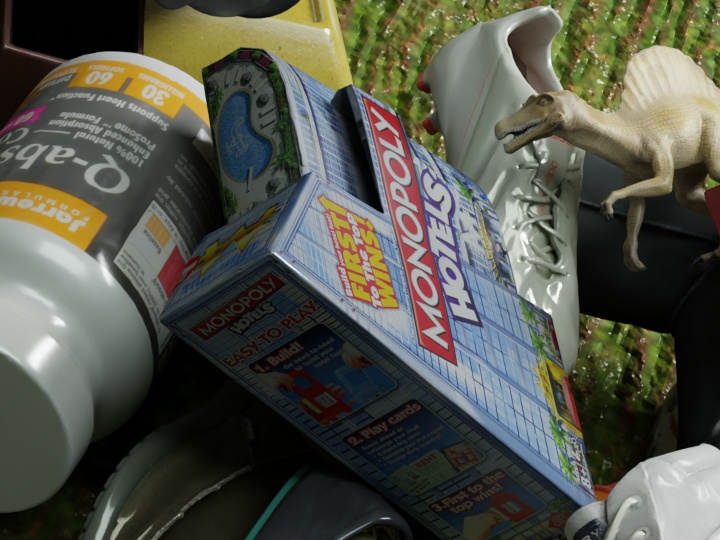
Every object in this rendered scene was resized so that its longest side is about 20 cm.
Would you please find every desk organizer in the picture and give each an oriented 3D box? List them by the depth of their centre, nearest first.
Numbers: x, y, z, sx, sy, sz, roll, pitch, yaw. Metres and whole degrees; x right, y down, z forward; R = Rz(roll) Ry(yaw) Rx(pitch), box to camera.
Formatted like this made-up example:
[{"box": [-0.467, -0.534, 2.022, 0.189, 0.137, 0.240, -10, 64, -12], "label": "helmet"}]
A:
[{"box": [-0.088, -0.075, 1.177, 0.199, 0.077, 0.072, 15, 43, -19], "label": "desk organizer"}]

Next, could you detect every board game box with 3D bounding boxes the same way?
[{"box": [0.000, 0.000, 1.006, 0.200, 0.062, 0.201, 30, 39, -45], "label": "board game box"}]

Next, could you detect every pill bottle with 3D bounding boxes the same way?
[{"box": [-0.127, 0.003, 1.046, 0.116, 0.117, 0.200, 29, 40, -2], "label": "pill bottle"}]

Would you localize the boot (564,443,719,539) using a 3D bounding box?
[{"box": [0.108, 0.131, 0.921, 0.095, 0.074, 0.200, 40, 34, 19], "label": "boot"}]

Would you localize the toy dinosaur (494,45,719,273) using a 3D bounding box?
[{"box": [0.158, -0.057, 1.143, 0.199, 0.058, 0.102, -8, 80, -37], "label": "toy dinosaur"}]

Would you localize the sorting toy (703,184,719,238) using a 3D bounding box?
[{"box": [0.249, 0.001, 1.120, 0.198, 0.069, 0.201, -19, 87, -48], "label": "sorting toy"}]

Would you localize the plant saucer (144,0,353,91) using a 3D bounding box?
[{"box": [-0.096, -0.169, 1.291, 0.199, 0.049, 0.201, 10, 45, -24], "label": "plant saucer"}]

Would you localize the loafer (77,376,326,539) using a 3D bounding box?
[{"box": [-0.057, 0.098, 1.024, 0.070, 0.075, 0.200, 34, 40, 10], "label": "loafer"}]

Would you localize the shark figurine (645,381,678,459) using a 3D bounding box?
[{"box": [0.245, 0.054, 1.239, 0.213, 0.090, 0.129, -4, 59, 1], "label": "shark figurine"}]

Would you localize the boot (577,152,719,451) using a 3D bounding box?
[{"box": [0.113, 0.014, 1.188, 0.199, 0.066, 0.165, 21, 52, 14], "label": "boot"}]

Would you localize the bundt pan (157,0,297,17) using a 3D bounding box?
[{"box": [-0.099, -0.184, 1.168, 0.201, 0.076, 0.202, 23, 20, -9], "label": "bundt pan"}]

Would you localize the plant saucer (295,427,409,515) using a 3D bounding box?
[{"box": [0.006, 0.023, 1.095, 0.200, 0.029, 0.201, 40, 35, -35], "label": "plant saucer"}]

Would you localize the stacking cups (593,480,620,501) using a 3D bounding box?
[{"box": [0.070, 0.129, 1.084, 0.200, 0.061, 0.061, -20, 62, -44], "label": "stacking cups"}]

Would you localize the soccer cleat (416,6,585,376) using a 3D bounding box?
[{"box": [0.076, -0.039, 1.152, 0.069, 0.077, 0.201, 30, 40, -43], "label": "soccer cleat"}]

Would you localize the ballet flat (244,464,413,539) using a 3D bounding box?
[{"box": [-0.045, 0.154, 0.950, 0.073, 0.073, 0.200, 38, 55, 8], "label": "ballet flat"}]
